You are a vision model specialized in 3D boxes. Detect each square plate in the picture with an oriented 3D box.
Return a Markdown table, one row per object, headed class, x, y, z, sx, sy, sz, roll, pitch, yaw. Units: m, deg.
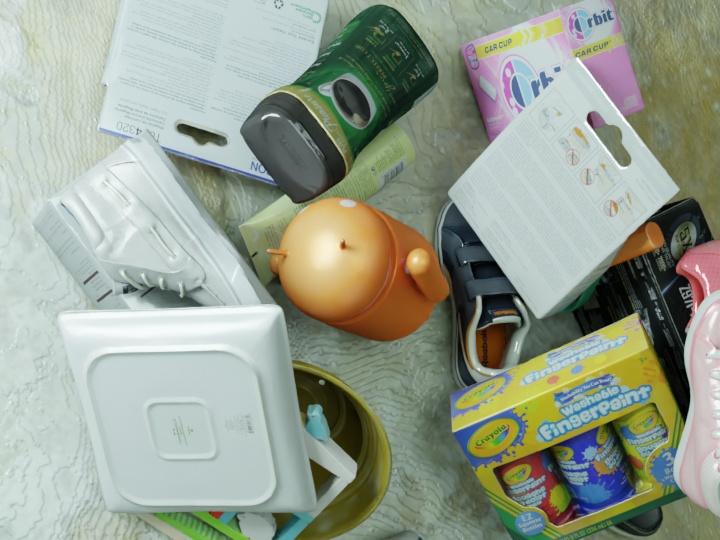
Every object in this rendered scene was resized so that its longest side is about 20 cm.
| class | x | y | z | sx | sy | sz | roll | pitch | yaw |
| --- | --- | --- | --- | --- | --- | --- | --- | --- | --- |
| square plate | -0.145 | 0.125 | 1.061 | 0.196 | 0.029 | 0.202 | -2 | 116 | 13 |

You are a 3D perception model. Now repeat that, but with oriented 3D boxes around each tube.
| class | x | y | z | sx | sy | sz | roll | pitch | yaw |
| --- | --- | --- | --- | --- | --- | --- | --- | --- | --- |
| tube | -0.033 | -0.072 | 1.233 | 0.200 | 0.052 | 0.058 | -41 | 93 | -22 |

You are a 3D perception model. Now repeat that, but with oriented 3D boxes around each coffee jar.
| class | x | y | z | sx | sy | sz | roll | pitch | yaw |
| --- | --- | --- | --- | --- | --- | --- | --- | --- | --- |
| coffee jar | -0.020 | -0.156 | 1.195 | 0.105 | 0.085 | 0.200 | 52 | 56 | -13 |

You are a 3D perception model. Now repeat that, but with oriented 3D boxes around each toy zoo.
| class | x | y | z | sx | sy | sz | roll | pitch | yaw |
| --- | --- | --- | --- | --- | --- | --- | --- | --- | --- |
| toy zoo | -0.094 | 0.181 | 1.113 | 0.131 | 0.200 | 0.021 | 35 | 28 | -13 |

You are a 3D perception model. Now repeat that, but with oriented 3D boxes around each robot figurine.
| class | x | y | z | sx | sy | sz | roll | pitch | yaw |
| --- | --- | --- | --- | --- | --- | --- | --- | --- | --- |
| robot figurine | 0.002 | -0.001 | 1.173 | 0.117 | 0.199 | 0.144 | -51 | 59 | 10 |

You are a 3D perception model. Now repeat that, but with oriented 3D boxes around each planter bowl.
| class | x | y | z | sx | sy | sz | roll | pitch | yaw |
| --- | --- | --- | --- | --- | --- | --- | --- | --- | --- |
| planter bowl | -0.066 | 0.144 | 1.148 | 0.200 | 0.201 | 0.084 | 36 | 28 | -13 |

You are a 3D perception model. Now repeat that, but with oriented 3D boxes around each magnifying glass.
| class | x | y | z | sx | sy | sz | roll | pitch | yaw |
| --- | --- | --- | --- | --- | --- | --- | --- | --- | --- |
| magnifying glass | 0.225 | -0.009 | 1.246 | 0.022 | 0.200 | 0.080 | -22 | 87 | -31 |

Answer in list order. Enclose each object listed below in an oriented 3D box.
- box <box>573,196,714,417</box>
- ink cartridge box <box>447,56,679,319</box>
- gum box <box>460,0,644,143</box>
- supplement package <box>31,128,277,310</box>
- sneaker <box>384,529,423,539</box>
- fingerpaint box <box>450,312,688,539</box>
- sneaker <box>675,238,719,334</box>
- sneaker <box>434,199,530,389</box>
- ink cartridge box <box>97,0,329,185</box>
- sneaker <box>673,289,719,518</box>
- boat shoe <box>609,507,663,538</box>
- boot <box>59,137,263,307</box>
| class | x | y | z | sx | sy | sz | roll | pitch | yaw |
| --- | --- | --- | --- | --- | --- | --- | --- | --- | --- |
| box | 0.300 | 0.046 | 1.289 | 0.085 | 0.164 | 0.202 | -24 | 90 | -23 |
| ink cartridge box | 0.194 | -0.076 | 1.202 | 0.047 | 0.200 | 0.161 | -14 | 64 | -50 |
| gum box | 0.183 | -0.192 | 1.262 | 0.066 | 0.200 | 0.115 | -22 | 98 | -23 |
| supplement package | -0.182 | -0.002 | 1.131 | 0.113 | 0.109 | 0.201 | -38 | 97 | -22 |
| sneaker | -0.024 | 0.290 | 1.178 | 0.199 | 0.072 | 0.073 | -27 | 66 | -30 |
| fingerpaint box | 0.208 | 0.161 | 1.207 | 0.198 | 0.074 | 0.168 | -24 | 112 | 13 |
| sneaker | 0.348 | 0.066 | 1.190 | 0.086 | 0.074 | 0.203 | -14 | 84 | -8 |
| sneaker | 0.126 | 0.020 | 1.270 | 0.078 | 0.079 | 0.203 | -5 | 82 | -21 |
| ink cartridge box | -0.141 | -0.195 | 1.213 | 0.194 | 0.043 | 0.202 | 16 | 78 | -21 |
| sneaker | 0.329 | 0.124 | 1.106 | 0.074 | 0.105 | 0.203 | 2 | 106 | -11 |
| boat shoe | 0.245 | 0.196 | 1.298 | 0.072 | 0.067 | 0.201 | -43 | 100 | -23 |
| boot | -0.161 | -0.004 | 1.050 | 0.095 | 0.074 | 0.201 | -37 | 92 | -12 |
